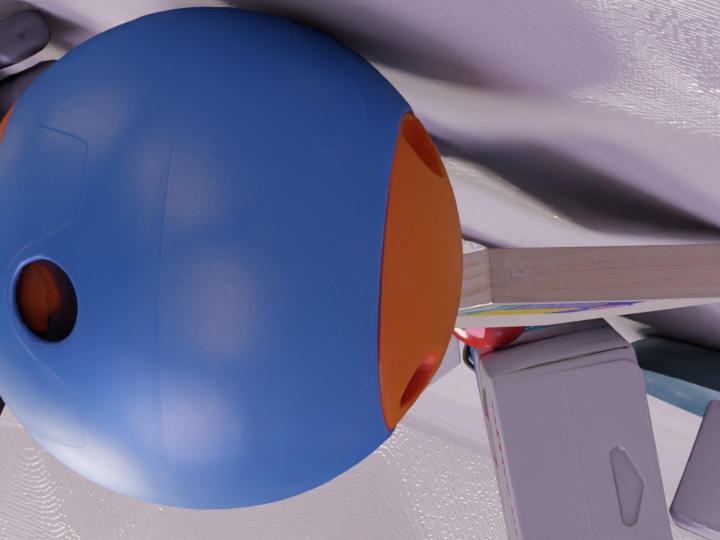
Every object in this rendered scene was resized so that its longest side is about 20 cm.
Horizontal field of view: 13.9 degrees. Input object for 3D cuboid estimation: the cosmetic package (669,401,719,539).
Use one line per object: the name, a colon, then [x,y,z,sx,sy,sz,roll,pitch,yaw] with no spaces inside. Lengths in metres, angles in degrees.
cosmetic package: [0.240,0.134,1.721,0.102,0.074,0.200,21,173,12]

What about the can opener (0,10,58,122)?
can opener: [-0.198,-0.092,1.497,0.053,0.067,0.200,64,166,-7]

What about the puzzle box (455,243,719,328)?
puzzle box: [0.074,0.009,1.357,0.133,0.025,0.200,-1,176,-25]

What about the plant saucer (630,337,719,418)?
plant saucer: [0.242,0.080,1.775,0.200,0.027,0.200,21,174,2]

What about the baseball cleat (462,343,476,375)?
baseball cleat: [0.116,0.071,2.038,0.106,0.070,0.200,35,168,-5]

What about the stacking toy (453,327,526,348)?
stacking toy: [0.000,0.000,1.661,0.200,0.085,0.085,16,174,5]

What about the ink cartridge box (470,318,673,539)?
ink cartridge box: [0.118,0.108,1.654,0.085,0.145,0.200,-12,-176,-1]

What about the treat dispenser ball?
treat dispenser ball: [-0.059,-0.005,1.175,0.201,0.201,0.201,21,174,2]

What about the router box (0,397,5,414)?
router box: [-0.260,-0.010,1.859,0.157,0.200,0.052,17,170,40]

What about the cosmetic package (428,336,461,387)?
cosmetic package: [0.006,0.052,1.912,0.074,0.102,0.200,53,177,8]
